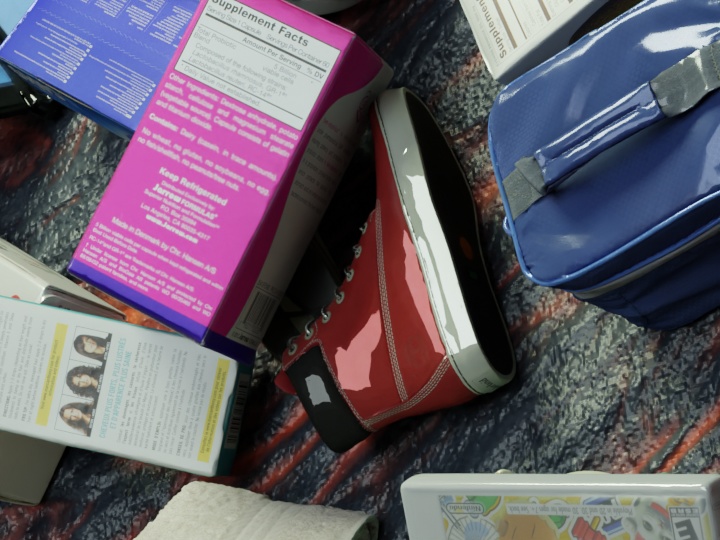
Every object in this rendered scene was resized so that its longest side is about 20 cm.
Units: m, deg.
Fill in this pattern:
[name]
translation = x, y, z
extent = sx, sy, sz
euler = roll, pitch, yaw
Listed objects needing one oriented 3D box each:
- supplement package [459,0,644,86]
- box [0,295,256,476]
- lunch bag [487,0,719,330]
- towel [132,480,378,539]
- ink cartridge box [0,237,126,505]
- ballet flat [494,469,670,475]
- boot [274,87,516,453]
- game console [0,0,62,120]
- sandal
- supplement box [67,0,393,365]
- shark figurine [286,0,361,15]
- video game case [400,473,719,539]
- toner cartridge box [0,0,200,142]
[supplement package]
translation = 0.161, -0.187, 1.527
extent = 0.200, 0.113, 0.110
euler = -39, 53, 26
[box]
translation = -0.171, 0.068, 1.697
extent = 0.199, 0.049, 0.083
euler = 12, 87, 10
[lunch bag]
translation = 0.161, -0.063, 1.471
extent = 0.199, 0.132, 0.137
euler = -32, 57, 28
[towel]
translation = -0.090, 0.187, 1.566
extent = 0.132, 0.200, 0.035
euler = 9, 124, 26
[ink cartridge box]
translation = -0.268, 0.050, 1.831
extent = 0.200, 0.083, 0.147
euler = 29, 94, 42
[ballet flat]
translation = 0.103, 0.137, 1.489
extent = 0.199, 0.071, 0.067
euler = -8, 33, 37
[boot]
translation = 0.000, 0.000, 1.619
extent = 0.144, 0.072, 0.201
euler = -24, 63, 24
[game console]
translation = -0.276, -0.198, 1.903
extent = 0.176, 0.116, 0.200
euler = -52, 50, 15
[sandal]
translation = -0.056, -0.026, 1.699
extent = 0.079, 0.057, 0.202
euler = -26, 74, 19
[supplement box]
translation = -0.074, -0.060, 1.622
extent = 0.103, 0.101, 0.201
euler = 27, 88, 16
[shark figurine]
translation = -0.068, -0.207, 1.750
extent = 0.128, 0.089, 0.215
euler = -53, 47, 15
[video game case]
translation = 0.117, 0.197, 1.438
extent = 0.199, 0.023, 0.183
euler = -3, 101, 39
[toner cartridge box]
translation = -0.150, -0.139, 1.757
extent = 0.095, 0.043, 0.200
euler = -54, 39, -5
